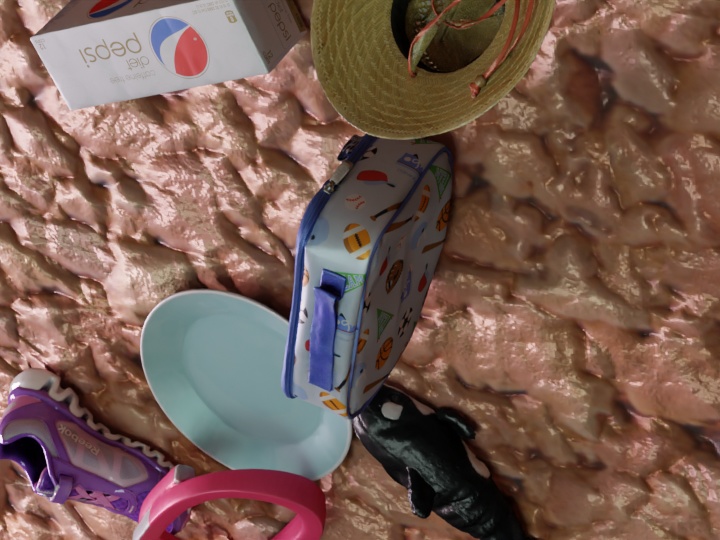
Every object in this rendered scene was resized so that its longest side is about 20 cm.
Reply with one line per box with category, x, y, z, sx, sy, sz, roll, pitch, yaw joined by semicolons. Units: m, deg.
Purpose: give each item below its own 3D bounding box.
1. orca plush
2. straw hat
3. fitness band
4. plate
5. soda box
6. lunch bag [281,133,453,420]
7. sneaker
orca plush;0.056;0.181;1.761;0.105;0.071;0.201;-16;115;41
straw hat;0.069;-0.164;1.454;0.200;0.203;0.085;-9;163;38
fitness band;-0.112;0.215;1.883;0.143;0.038;0.200;15;147;-20
plate;-0.091;0.092;1.819;0.199;0.026;0.201;18;134;20
soda box;-0.140;-0.172;1.608;0.199;0.064;0.068;-6;122;38
lunch bag;0.000;0.000;1.585;0.075;0.160;0.201;22;135;16
sneaker;-0.243;0.178;1.946;0.200;0.089;0.081;36;134;-1
